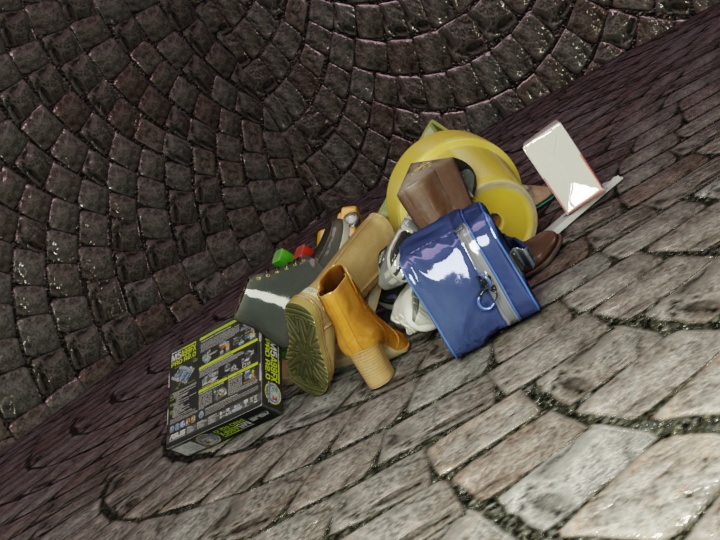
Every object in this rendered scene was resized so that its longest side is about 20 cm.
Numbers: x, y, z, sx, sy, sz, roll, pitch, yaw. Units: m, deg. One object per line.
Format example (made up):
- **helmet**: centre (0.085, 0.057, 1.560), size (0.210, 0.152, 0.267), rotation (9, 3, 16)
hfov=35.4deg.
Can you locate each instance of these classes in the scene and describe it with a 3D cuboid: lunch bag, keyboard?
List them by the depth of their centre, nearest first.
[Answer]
- **lunch bag**: centre (0.129, 0.002, 1.282), size (0.131, 0.137, 0.200), rotation (-31, 8, 6)
- **keyboard**: centre (0.306, -0.083, 1.622), size (0.199, 0.011, 0.056), rotation (-37, 3, -35)

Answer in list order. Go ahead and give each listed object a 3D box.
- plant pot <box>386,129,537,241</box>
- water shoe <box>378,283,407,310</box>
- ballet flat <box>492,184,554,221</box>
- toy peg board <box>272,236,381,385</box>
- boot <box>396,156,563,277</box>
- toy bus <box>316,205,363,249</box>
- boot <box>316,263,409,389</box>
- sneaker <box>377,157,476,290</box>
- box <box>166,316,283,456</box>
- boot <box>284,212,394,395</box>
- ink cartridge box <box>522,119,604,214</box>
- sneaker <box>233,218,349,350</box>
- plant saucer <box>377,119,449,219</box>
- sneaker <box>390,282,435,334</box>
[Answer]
- **plant pot**: centre (0.157, -0.086, 1.604), size (0.200, 0.202, 0.189), rotation (-32, 22, -7)
- **water shoe**: centre (0.000, 0.000, 1.756), size (0.198, 0.079, 0.072), rotation (16, 63, 40)
- **ballet flat**: centre (0.227, -0.101, 1.844), size (0.199, 0.068, 0.068), rotation (-32, 8, -5)
- **toy peg board**: centre (-0.068, 0.042, 1.645), size (0.198, 0.097, 0.202), rotation (-23, 44, 50)
- **boot**: centre (0.151, -0.072, 1.426), size (0.186, 0.201, 0.064), rotation (-36, 9, -30)
- **toy bus**: centre (-0.031, -0.008, 1.877), size (0.077, 0.065, 0.202), rotation (-9, 55, 15)
- **boot**: centre (0.001, 0.055, 1.422), size (0.070, 0.145, 0.201), rotation (-25, 9, 9)
- **sneaker**: centre (0.074, -0.057, 1.484), size (0.201, 0.075, 0.115), rotation (-56, 6, -28)
- **box**: centre (-0.195, 0.157, 1.606), size (0.199, 0.044, 0.162), rotation (-28, 50, 32)
- **boot**: centre (-0.019, 0.047, 1.511), size (0.066, 0.177, 0.200), rotation (23, 46, 22)
- **ink cartridge box**: centre (0.297, -0.156, 1.664), size (0.067, 0.117, 0.200), rotation (-34, 2, 13)
- **sneaker**: centre (-0.092, 0.001, 1.547), size (0.202, 0.105, 0.075), rotation (-66, 8, -18)
- **plant saucer**: centre (0.123, -0.136, 1.907), size (0.201, 0.048, 0.200), rotation (-60, 25, 9)
- **sneaker**: centre (0.079, 0.053, 1.496), size (0.087, 0.074, 0.200), rotation (-48, 1, 12)
